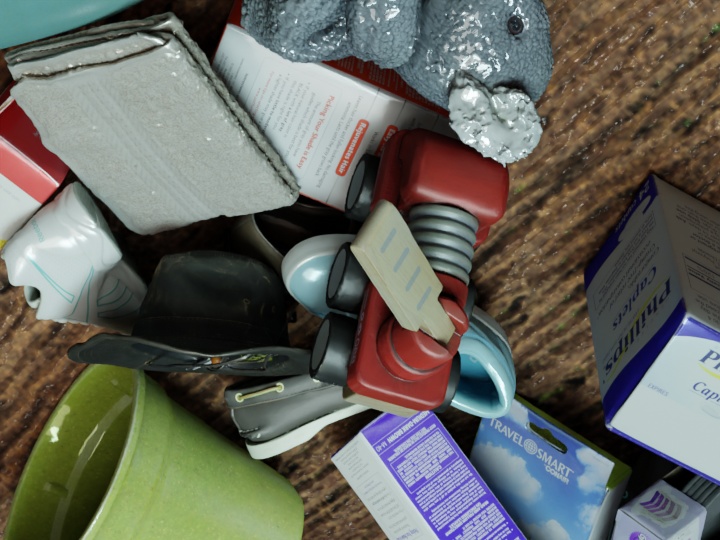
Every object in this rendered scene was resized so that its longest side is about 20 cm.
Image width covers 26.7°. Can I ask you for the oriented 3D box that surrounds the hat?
[{"bbox_3d":[-0.105,0.030,1.075,0.199,0.201,0.082,3,82,2],"label":"hat"}]

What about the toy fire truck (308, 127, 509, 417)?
[{"bbox_3d":[0.035,-0.014,0.949,0.128,0.177,0.200,17,163,-13],"label":"toy fire truck"}]

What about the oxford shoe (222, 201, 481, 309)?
[{"bbox_3d":[0.000,0.000,1.116,0.198,0.073,0.085,16,152,-9],"label":"oxford shoe"}]

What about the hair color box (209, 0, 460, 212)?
[{"bbox_3d":[-0.017,-0.105,1.079,0.199,0.061,0.102,23,119,-8],"label":"hair color box"}]

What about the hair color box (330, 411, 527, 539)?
[{"bbox_3d":[0.068,0.199,1.170,0.065,0.109,0.201,-33,83,-20],"label":"hair color box"}]

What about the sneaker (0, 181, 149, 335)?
[{"bbox_3d":[-0.202,0.006,1.104,0.080,0.071,0.201,-32,153,-4],"label":"sneaker"}]

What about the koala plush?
[{"bbox_3d":[0.046,-0.170,0.983,0.200,0.178,0.184,37,119,-22],"label":"koala plush"}]

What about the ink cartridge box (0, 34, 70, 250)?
[{"bbox_3d":[-0.260,-0.067,1.082,0.067,0.116,0.200,39,115,-17],"label":"ink cartridge box"}]

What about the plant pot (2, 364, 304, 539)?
[{"bbox_3d":[-0.152,0.191,1.195,0.183,0.201,0.201,29,118,-25],"label":"plant pot"}]

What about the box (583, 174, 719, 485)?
[{"bbox_3d":[0.263,0.055,1.072,0.183,0.200,0.105,27,118,-11],"label":"box"}]

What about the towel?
[{"bbox_3d":[-0.136,-0.090,1.010,0.132,0.035,0.200,-9,146,22],"label":"towel"}]

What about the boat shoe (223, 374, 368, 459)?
[{"bbox_3d":[-0.009,0.076,1.171,0.200,0.072,0.061,-27,101,5],"label":"boat shoe"}]

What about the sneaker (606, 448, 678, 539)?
[{"bbox_3d":[0.209,0.206,1.234,0.079,0.075,0.201,22,109,12],"label":"sneaker"}]

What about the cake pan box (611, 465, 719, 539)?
[{"bbox_3d":[0.260,0.222,1.183,0.052,0.184,0.201,32,133,35],"label":"cake pan box"}]

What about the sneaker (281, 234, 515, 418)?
[{"bbox_3d":[0.035,0.042,1.068,0.199,0.082,0.074,25,116,-23],"label":"sneaker"}]

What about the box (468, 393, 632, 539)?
[{"bbox_3d":[0.137,0.195,1.215,0.122,0.048,0.201,31,124,27],"label":"box"}]

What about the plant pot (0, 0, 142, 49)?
[{"bbox_3d":[-0.192,-0.242,0.943,0.160,0.201,0.202,-8,119,-4],"label":"plant pot"}]
